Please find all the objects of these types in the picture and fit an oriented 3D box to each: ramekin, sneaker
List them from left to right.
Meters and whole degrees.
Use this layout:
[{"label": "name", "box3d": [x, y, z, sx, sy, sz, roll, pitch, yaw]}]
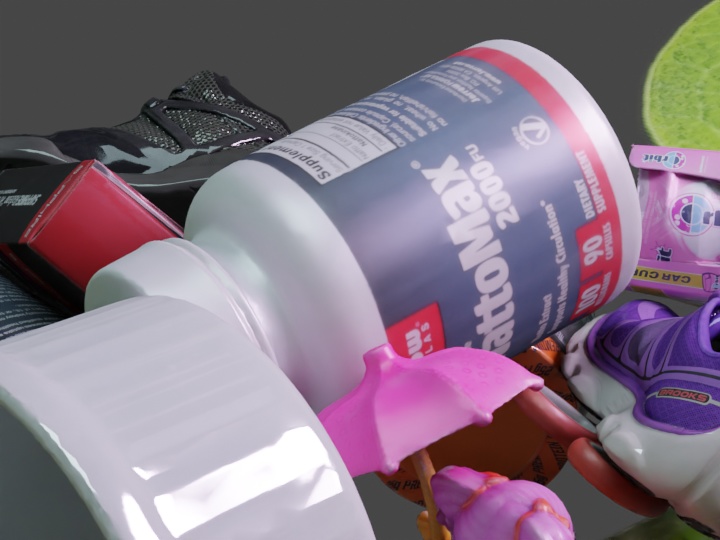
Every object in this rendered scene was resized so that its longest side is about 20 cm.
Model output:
[{"label": "sneaker", "box3d": [-0.123, -0.054, 1.343, 0.199, 0.076, 0.114, -1, 29, 2]}, {"label": "ramekin", "box3d": [-0.078, 0.107, 0.877, 0.098, 0.201, 0.200, -24, 35, -32]}, {"label": "sneaker", "box3d": [0.138, 0.045, 0.993, 0.083, 0.081, 0.200, -50, 10, 7]}]

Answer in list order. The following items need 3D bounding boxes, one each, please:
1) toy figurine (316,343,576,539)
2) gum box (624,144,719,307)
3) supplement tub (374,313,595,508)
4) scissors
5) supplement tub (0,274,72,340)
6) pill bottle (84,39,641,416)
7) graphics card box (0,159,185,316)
[{"label": "toy figurine", "box3d": [0.045, 0.116, 0.904, 0.150, 0.184, 0.200, -33, 45, -20]}, {"label": "gum box", "box3d": [0.192, -0.013, 1.132, 0.113, 0.066, 0.200, 7, -1, 18]}, {"label": "supplement tub", "box3d": [0.046, 0.014, 1.153, 0.122, 0.123, 0.200, -5, 31, 2]}, {"label": "scissors", "box3d": [0.117, 0.084, 1.032, 0.073, 0.200, 0.014, 42, 96, 29]}, {"label": "supplement tub", "box3d": [-0.161, 0.078, 1.066, 0.140, 0.141, 0.200, -28, 37, -33]}, {"label": "pill bottle", "box3d": [0.000, 0.000, 0.980, 0.200, 0.120, 0.119, -28, 37, -27]}, {"label": "graphics card box", "box3d": [-0.108, 0.008, 1.116, 0.051, 0.125, 0.200, -53, 17, -10]}]
